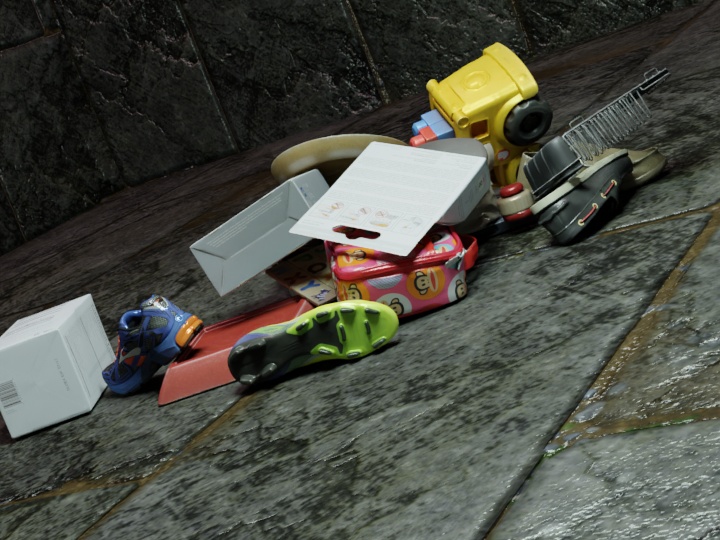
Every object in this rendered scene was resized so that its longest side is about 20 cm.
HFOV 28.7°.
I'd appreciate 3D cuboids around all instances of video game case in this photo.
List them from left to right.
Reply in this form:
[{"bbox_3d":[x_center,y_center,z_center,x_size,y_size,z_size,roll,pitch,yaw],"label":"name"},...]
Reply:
[{"bbox_3d":[0.143,-0.058,1.883,0.199,0.019,0.143,-20,12,13],"label":"video game case"}]

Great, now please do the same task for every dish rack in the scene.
[{"bbox_3d":[0.292,-0.169,1.706,0.199,0.055,0.153,-33,-2,-10],"label":"dish rack"}]

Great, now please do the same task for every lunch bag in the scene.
[{"bbox_3d":[0.052,-0.011,1.636,0.175,0.082,0.200,-12,20,-3],"label":"lunch bag"}]

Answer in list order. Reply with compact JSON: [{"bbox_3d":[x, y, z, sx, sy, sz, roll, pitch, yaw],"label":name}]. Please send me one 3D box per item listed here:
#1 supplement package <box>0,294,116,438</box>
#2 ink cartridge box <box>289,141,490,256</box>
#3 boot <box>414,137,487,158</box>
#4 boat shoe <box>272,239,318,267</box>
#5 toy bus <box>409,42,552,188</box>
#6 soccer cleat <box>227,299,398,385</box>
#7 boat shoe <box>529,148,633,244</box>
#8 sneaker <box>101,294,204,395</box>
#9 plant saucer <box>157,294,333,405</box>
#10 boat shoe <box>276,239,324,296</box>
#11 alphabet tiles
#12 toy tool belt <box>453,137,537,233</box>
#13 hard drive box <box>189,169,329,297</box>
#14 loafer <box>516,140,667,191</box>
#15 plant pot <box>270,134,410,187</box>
[{"bbox_3d":[-0.393,0.118,1.803,0.109,0.114,0.200,-19,10,4],"label":"supplement package"},{"bbox_3d":[0.036,-0.072,1.633,0.162,0.057,0.200,11,46,30],"label":"ink cartridge box"},{"bbox_3d":[0.073,-0.099,1.753,0.199,0.074,0.075,-27,-35,14],"label":"boot"},{"bbox_3d":[-0.094,-0.035,1.975,0.072,0.072,0.200,-38,-18,-15],"label":"boat shoe"},{"bbox_3d":[0.156,-0.177,1.917,0.191,0.201,0.136,-26,45,-10],"label":"toy bus"},{"bbox_3d":[-0.051,0.070,1.526,0.199,0.065,0.084,-18,9,17],"label":"soccer cleat"},{"bbox_3d":[0.275,-0.089,1.687,0.074,0.063,0.201,-39,-3,42],"label":"boat shoe"},{"bbox_3d":[-0.263,0.085,1.710,0.200,0.078,0.075,-38,7,44],"label":"sneaker"},{"bbox_3d":[-0.137,0.085,1.689,0.198,0.037,0.200,-19,12,12],"label":"plant saucer"},{"bbox_3d":[-0.030,-0.019,1.869,0.199,0.068,0.072,-15,17,37],"label":"boat shoe"},{"bbox_3d":[0.000,0.000,1.738,0.167,0.008,0.200,-25,30,-25],"label":"alphabet tiles"},{"bbox_3d":[0.122,-0.111,1.809,0.199,0.124,0.125,-11,15,40],"label":"toy tool belt"},{"bbox_3d":[-0.113,-0.052,1.787,0.155,0.077,0.200,-32,3,11],"label":"hard drive box"},{"bbox_3d":[0.291,-0.133,1.806,0.199,0.068,0.076,-10,14,17],"label":"loafer"},{"bbox_3d":[-0.022,-0.134,1.923,0.199,0.028,0.200,-6,-18,-2],"label":"plant pot"}]
